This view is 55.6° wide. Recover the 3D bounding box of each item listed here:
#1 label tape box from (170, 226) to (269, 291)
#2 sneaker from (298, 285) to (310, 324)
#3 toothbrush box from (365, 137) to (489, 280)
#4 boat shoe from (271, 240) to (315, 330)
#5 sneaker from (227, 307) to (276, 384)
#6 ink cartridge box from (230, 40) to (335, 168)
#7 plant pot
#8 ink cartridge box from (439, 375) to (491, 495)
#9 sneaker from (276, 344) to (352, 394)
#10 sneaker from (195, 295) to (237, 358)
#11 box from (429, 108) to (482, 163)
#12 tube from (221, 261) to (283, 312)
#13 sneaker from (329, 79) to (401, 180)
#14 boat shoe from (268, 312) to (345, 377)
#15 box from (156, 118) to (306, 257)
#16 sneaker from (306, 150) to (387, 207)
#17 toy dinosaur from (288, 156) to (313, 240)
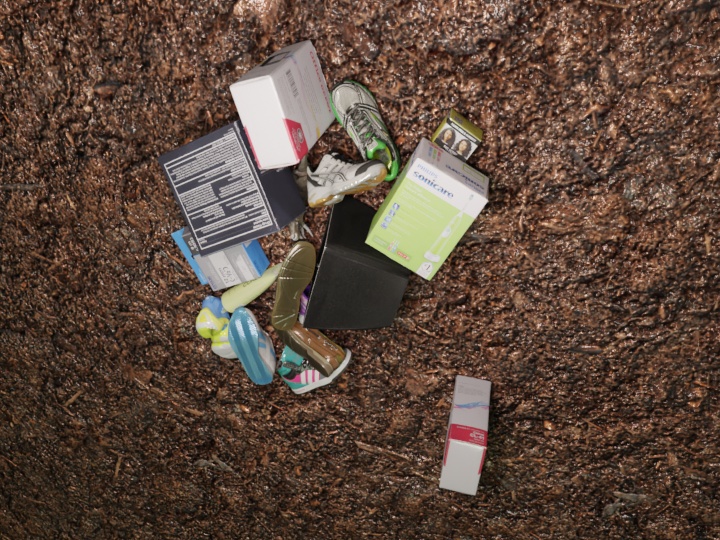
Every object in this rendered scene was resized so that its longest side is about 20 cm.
[{"bbox_3d":[-0.316,-0.036,1.485,0.196,0.067,0.145,-16,115,24],"label":"label tape box"},{"bbox_3d":[-0.053,0.060,1.456,0.195,0.081,0.091,-7,112,22],"label":"sneaker"},{"bbox_3d":[0.119,-0.107,1.227,0.143,0.087,0.202,28,127,-7],"label":"toothbrush box"},{"bbox_3d":[-0.145,0.024,1.424,0.070,0.066,0.205,10,113,-18],"label":"boat shoe"},{"bbox_3d":[-0.248,0.163,1.572,0.074,0.082,0.204,-7,123,12],"label":"sneaker"},{"bbox_3d":[-0.127,-0.287,1.175,0.084,0.201,0.150,-7,119,22],"label":"ink cartridge box"},{"bbox_3d":[0.000,0.000,1.337,0.173,0.202,0.203,16,125,-6],"label":"plant pot"},{"bbox_3d":[0.227,0.349,1.467,0.083,0.201,0.151,10,124,10],"label":"ink cartridge box"},{"bbox_3d":[-0.121,0.201,1.564,0.198,0.085,0.121,-30,118,32],"label":"sneaker"},{"bbox_3d":[-0.318,0.126,1.590,0.074,0.107,0.201,-4,150,8],"label":"sneaker"},{"bbox_3d":[0.137,-0.190,1.251,0.074,0.051,0.201,33,126,-7],"label":"box"},{"bbox_3d":[-0.229,0.031,1.500,0.198,0.059,0.051,-29,144,36],"label":"tube"},{"bbox_3d":[0.016,-0.252,1.223,0.077,0.086,0.201,-34,109,10],"label":"sneaker"},{"bbox_3d":[-0.119,0.150,1.514,0.199,0.068,0.072,41,154,15],"label":"boat shoe"},{"bbox_3d":[-0.234,-0.157,1.259,0.196,0.123,0.203,-15,104,29],"label":"box"},{"bbox_3d":[-0.036,-0.178,1.228,0.197,0.075,0.090,-14,85,45],"label":"sneaker"},{"bbox_3d":[-0.130,-0.164,1.344,0.077,0.100,0.204,43,123,44],"label":"toy dinosaur"}]
